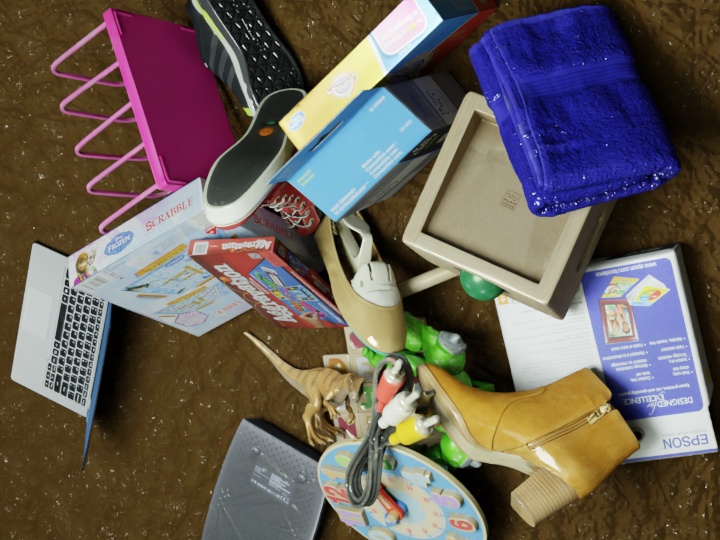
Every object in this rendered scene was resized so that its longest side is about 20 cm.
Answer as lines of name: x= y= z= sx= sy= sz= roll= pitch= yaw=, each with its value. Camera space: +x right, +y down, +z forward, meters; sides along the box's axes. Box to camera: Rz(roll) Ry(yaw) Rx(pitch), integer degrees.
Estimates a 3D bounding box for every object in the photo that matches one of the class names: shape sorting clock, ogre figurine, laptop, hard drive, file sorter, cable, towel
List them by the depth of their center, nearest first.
towel: x=0.193 y=-0.152 z=1.302 sx=0.146 sy=0.050 sz=0.202 roll=-16 pitch=59 yaw=-1
cable: x=0.014 y=0.158 z=1.416 sx=0.098 sy=0.050 sz=0.201 roll=59 pitch=136 yaw=23
ogre figurine: x=0.069 y=0.128 z=1.490 sx=0.119 sy=0.097 sz=0.203 roll=1 pitch=88 yaw=44
shape sorting clock: x=0.042 y=0.250 z=1.524 sx=0.198 sy=0.039 sz=0.201 roll=23 pitch=143 yaw=18
file sorter: x=-0.229 y=-0.150 z=1.526 sx=0.125 sy=0.138 sz=0.202 roll=-29 pitch=73 yaw=31
hard drive: x=-0.106 y=0.278 z=1.647 sx=0.134 sy=0.042 sz=0.202 roll=27 pitch=113 yaw=19
laptop: x=-0.356 y=0.097 z=1.690 sx=0.198 sy=0.116 sz=0.190 roll=23 pitch=111 yaw=21

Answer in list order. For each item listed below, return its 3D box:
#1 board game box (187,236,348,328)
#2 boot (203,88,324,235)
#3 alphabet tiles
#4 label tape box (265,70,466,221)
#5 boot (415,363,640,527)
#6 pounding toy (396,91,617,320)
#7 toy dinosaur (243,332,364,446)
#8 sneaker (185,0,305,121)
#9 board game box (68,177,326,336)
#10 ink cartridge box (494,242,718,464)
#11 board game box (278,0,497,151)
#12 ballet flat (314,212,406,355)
board game box: x=-0.087 y=0.016 z=1.500 sx=0.102 sy=0.200 sz=0.020 roll=-1 pitch=66 yaw=28
boot: x=-0.085 y=-0.070 z=1.443 sx=0.071 sy=0.201 sz=0.146 roll=2 pitch=128 yaw=24
alphabet tiles: x=0.041 y=0.152 z=1.562 sx=0.164 sy=0.006 sz=0.203 roll=-4 pitch=100 yaw=28
label tape box: x=0.017 y=-0.118 z=1.398 sx=0.144 sy=0.200 sz=0.064 roll=-42 pitch=83 yaw=29
boot: x=0.162 y=0.134 z=1.391 sx=0.143 sy=0.071 sz=0.202 roll=-36 pitch=71 yaw=-15
pounding toy: x=0.134 y=-0.043 z=1.394 sx=0.182 sy=0.142 sz=0.202 roll=24 pitch=88 yaw=20
toy dinosaur: x=-0.047 y=0.130 z=1.574 sx=0.199 sy=0.060 sz=0.108 roll=9 pitch=103 yaw=50
sneaker: x=-0.126 y=-0.227 z=1.535 sx=0.083 sy=0.071 sz=0.202 roll=-25 pitch=91 yaw=57
board game box: x=-0.172 y=-0.009 z=1.529 sx=0.198 sy=0.199 sz=0.042 roll=-26 pitch=58 yaw=29
ink cartridge box: x=0.244 y=0.089 z=1.423 sx=0.195 sy=0.047 sz=0.203 roll=-11 pitch=99 yaw=27
board game box: x=0.028 y=-0.201 z=1.399 sx=0.200 sy=0.153 sz=0.041 roll=-41 pitch=85 yaw=29
ballet flat: x=0.000 y=0.000 z=1.461 sx=0.201 sy=0.068 sz=0.064 roll=61 pitch=140 yaw=43
